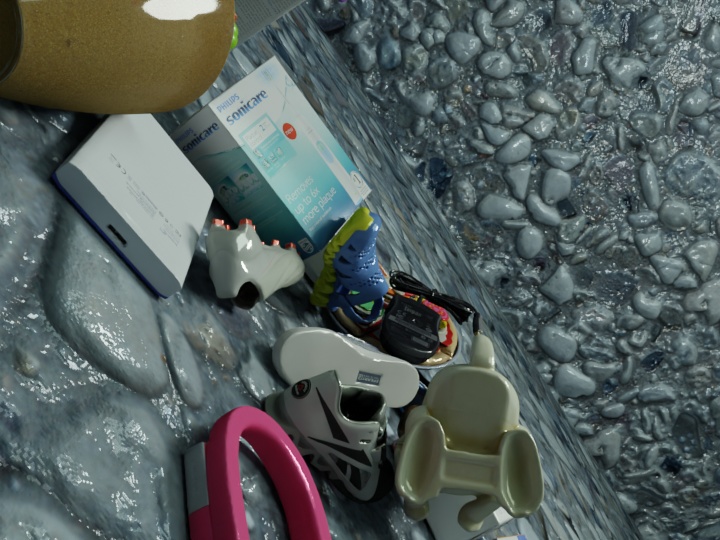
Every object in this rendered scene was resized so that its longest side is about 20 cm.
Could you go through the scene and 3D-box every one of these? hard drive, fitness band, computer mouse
[{"bbox_3d":[-0.193,-0.075,0.688,0.132,0.025,0.200,53,14,-24],"label":"hard drive"},{"bbox_3d":[-0.064,0.190,0.547,0.144,0.037,0.201,46,19,-45],"label":"fitness band"},{"bbox_3d":[0.088,0.078,0.954,0.140,0.046,0.200,24,25,-5],"label":"computer mouse"}]

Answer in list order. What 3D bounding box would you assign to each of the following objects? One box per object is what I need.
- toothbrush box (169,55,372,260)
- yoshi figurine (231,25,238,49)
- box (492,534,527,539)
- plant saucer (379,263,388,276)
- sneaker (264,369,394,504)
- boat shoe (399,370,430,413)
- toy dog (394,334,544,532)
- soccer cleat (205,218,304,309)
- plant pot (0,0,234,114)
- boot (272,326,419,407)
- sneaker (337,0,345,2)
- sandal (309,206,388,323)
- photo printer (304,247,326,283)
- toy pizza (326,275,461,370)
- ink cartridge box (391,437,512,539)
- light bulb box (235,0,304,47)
[{"bbox_3d":[-0.099,-0.123,0.888,0.200,0.085,0.147,53,41,-13],"label":"toothbrush box"},{"bbox_3d":[-0.252,-0.331,0.964,0.200,0.113,0.112,33,-15,-33],"label":"yoshi figurine"},{"bbox_3d":[0.217,0.427,1.046,0.120,0.041,0.200,65,12,25],"label":"box"},{"bbox_3d":[0.028,0.044,1.228,0.201,0.032,0.201,55,13,-19],"label":"plant saucer"},{"bbox_3d":[0.000,0.161,0.740,0.200,0.088,0.074,48,15,-45],"label":"sneaker"},{"bbox_3d":[0.056,0.126,1.057,0.200,0.068,0.084,52,16,-14],"label":"boat shoe"},{"bbox_3d":[0.094,0.177,0.815,0.200,0.139,0.195,100,-11,-72],"label":"toy dog"},{"bbox_3d":[-0.107,0.003,0.772,0.200,0.069,0.078,36,55,-75],"label":"soccer cleat"},{"bbox_3d":[-0.224,-0.200,0.580,0.187,0.186,0.200,57,27,-6],"label":"plant pot"},{"bbox_3d":[-0.032,0.101,0.832,0.199,0.073,0.090,26,-5,-40],"label":"boot"},{"bbox_3d":[-0.054,-0.467,1.109,0.200,0.080,0.089,41,30,-58],"label":"sneaker"},{"bbox_3d":[0.000,0.000,0.901,0.087,0.080,0.200,35,-27,9],"label":"sandal"},{"bbox_3d":[-0.061,-0.076,1.081,0.167,0.069,0.200,57,13,-9],"label":"photo printer"},{"bbox_3d":[0.048,0.057,1.026,0.199,0.032,0.201,19,29,-11],"label":"toy pizza"},{"bbox_3d":[0.134,0.271,0.995,0.146,0.085,0.200,64,12,20],"label":"ink cartridge box"},{"bbox_3d":[-0.180,-0.453,1.205,0.125,0.199,0.199,54,14,-25],"label":"light bulb box"}]
